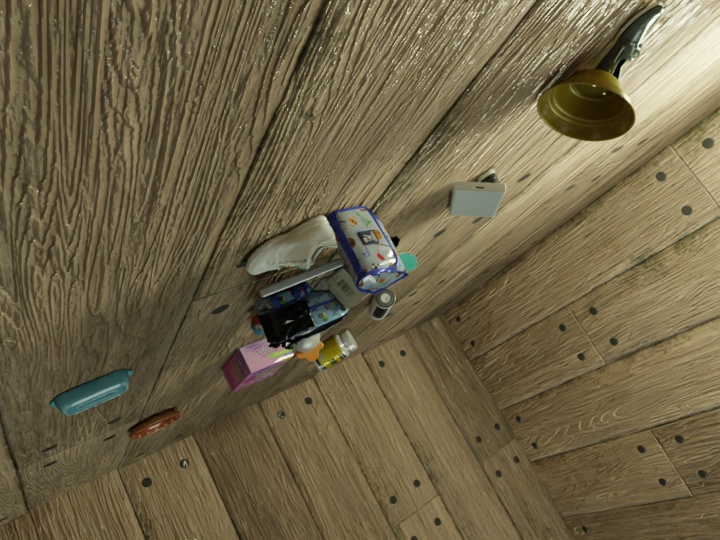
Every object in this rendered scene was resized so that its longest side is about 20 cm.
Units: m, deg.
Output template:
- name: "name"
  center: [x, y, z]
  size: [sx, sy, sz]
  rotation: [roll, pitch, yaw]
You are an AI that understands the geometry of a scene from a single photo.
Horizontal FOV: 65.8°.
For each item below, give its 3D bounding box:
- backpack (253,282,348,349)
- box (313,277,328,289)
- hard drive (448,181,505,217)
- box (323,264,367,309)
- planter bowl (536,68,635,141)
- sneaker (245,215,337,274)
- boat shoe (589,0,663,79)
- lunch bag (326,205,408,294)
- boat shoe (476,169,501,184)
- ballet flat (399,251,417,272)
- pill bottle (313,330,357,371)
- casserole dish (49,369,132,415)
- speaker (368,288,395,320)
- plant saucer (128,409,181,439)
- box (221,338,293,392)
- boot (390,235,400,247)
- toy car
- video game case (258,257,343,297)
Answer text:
- name: "backpack"
  center: [-0.141, 0.100, 1.373]
  size: [0.200, 0.135, 0.183]
  rotation: [-22, -179, -22]
- name: "box"
  center: [-0.089, 0.066, 1.716]
  size: [0.156, 0.041, 0.200]
  rotation: [-19, 162, -37]
- name: "hard drive"
  center: [0.314, -0.192, 1.521]
  size: [0.131, 0.026, 0.200]
  rotation: [4, 167, 6]
- name: "box"
  center: [0.000, 0.000, 1.411]
  size: [0.078, 0.095, 0.200]
  rotation: [-37, -171, 36]
- name: "planter bowl"
  center: [0.486, -0.366, 1.183]
  size: [0.200, 0.200, 0.084]
  rotation: [88, 23, -74]
- name: "sneaker"
  center: [-0.142, -0.032, 1.161]
  size: [0.200, 0.089, 0.075]
  rotation: [-30, 168, 2]
- name: "boat shoe"
  center: [0.549, -0.453, 1.134]
  size: [0.073, 0.062, 0.200]
  rotation: [-23, 165, -24]
- name: "lunch bag"
  center: [0.010, -0.046, 1.248]
  size: [0.124, 0.170, 0.200]
  rotation: [-32, 163, 16]
- name: "boat shoe"
  center: [0.367, -0.220, 1.575]
  size: [0.074, 0.066, 0.199]
  rotation: [-31, 167, -2]
- name: "ballet flat"
  center: [0.103, -0.021, 1.785]
  size: [0.200, 0.072, 0.072]
  rotation: [-9, 156, -50]
- name: "pill bottle"
  center: [-0.122, 0.366, 2.556]
  size: [0.200, 0.114, 0.114]
  rotation: [-32, 166, 6]
- name: "casserole dish"
  center: [-0.669, 0.310, 1.403]
  size: [0.200, 0.039, 0.121]
  rotation: [-23, 165, -30]
- name: "speaker"
  center: [0.083, 0.138, 2.242]
  size: [0.081, 0.081, 0.200]
  rotation: [-26, 166, -16]
- name: "plant saucer"
  center: [-0.795, 0.591, 2.152]
  size: [0.200, 0.032, 0.200]
  rotation: [-27, 165, -8]
- name: "box"
  center: [-0.360, 0.320, 1.943]
  size: [0.176, 0.097, 0.200]
  rotation: [-18, 161, -40]
- name: "boot"
  center: [0.015, -0.024, 1.567]
  size: [0.200, 0.077, 0.138]
  rotation: [-36, 168, -37]
- name: "toy car"
  center: [-0.186, 0.164, 1.525]
  size: [0.177, 0.200, 0.184]
  rotation: [-22, 164, -28]
- name: "video game case"
  center: [-0.148, 0.019, 1.332]
  size: [0.199, 0.023, 0.182]
  rotation: [-22, -179, -11]
